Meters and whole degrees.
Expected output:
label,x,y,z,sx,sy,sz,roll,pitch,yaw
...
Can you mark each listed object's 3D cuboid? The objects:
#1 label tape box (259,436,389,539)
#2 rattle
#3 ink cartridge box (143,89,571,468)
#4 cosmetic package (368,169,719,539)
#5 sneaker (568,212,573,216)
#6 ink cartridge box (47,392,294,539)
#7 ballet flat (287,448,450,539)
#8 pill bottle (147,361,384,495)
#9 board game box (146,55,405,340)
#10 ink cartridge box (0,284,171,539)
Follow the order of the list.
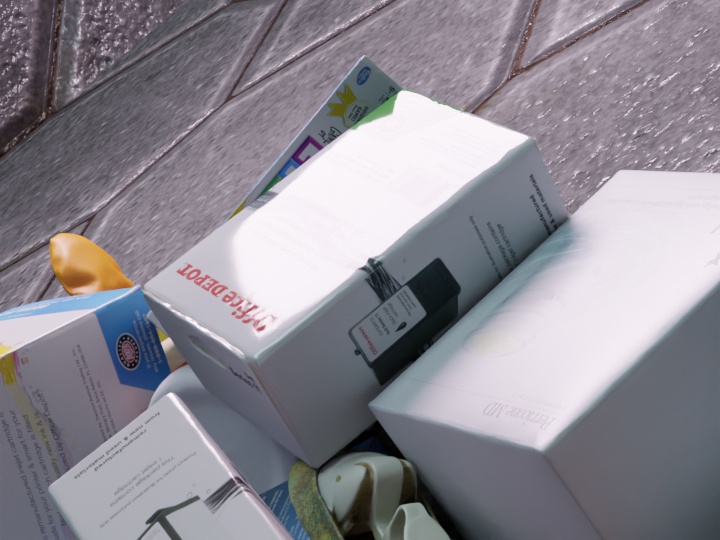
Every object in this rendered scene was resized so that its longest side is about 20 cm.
label,x,y,z,sx,sy,sz,roll,pitch,yaw
label tape box,-0.068,0.193,1.294,0.199,0.063,0.144,-28,20,27
rattle,-0.142,0.010,1.800,0.130,0.144,0.200,-24,4,-26
ink cartridge box,0.000,0.000,1.263,0.200,0.083,0.146,-37,30,-15
cosmetic package,0.142,0.057,1.145,0.200,0.123,0.199,-43,18,-16
sneaker,0.120,-0.001,1.393,0.199,0.084,0.074,-15,30,54
ink cartridge box,-0.049,0.172,1.078,0.084,0.146,0.200,-38,38,-6
ballet flat,0.016,0.136,1.174,0.070,0.071,0.200,-35,39,3
pill bottle,-0.038,0.072,1.432,0.115,0.116,0.200,-23,11,36
board game box,-0.048,-0.039,1.400,0.200,0.034,0.134,-50,-1,1
ink cartridge box,-0.224,0.117,1.405,0.144,0.148,0.199,-8,14,44
